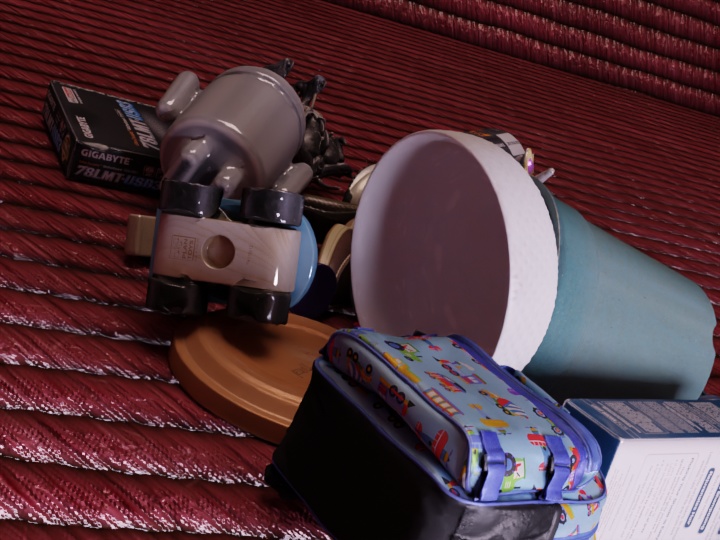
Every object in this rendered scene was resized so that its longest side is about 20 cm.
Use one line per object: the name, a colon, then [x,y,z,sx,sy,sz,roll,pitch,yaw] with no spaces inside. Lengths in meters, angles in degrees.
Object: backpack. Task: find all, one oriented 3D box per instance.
backpack: [0.071,0.125,0.788,0.199,0.135,0.182,9,21,-38]

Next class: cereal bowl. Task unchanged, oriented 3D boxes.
cereal bowl: [0.079,-0.003,0.945,0.083,0.201,0.200,-3,27,-33]

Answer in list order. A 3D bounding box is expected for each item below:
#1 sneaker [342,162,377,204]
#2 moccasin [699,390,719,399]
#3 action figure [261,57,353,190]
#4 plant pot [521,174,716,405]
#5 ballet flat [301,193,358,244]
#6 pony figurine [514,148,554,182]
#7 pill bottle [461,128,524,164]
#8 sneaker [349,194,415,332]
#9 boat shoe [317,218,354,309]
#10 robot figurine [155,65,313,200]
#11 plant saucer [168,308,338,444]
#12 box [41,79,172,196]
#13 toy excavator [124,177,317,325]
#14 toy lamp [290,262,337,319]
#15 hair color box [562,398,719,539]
sneaker: [0.065,-0.074,1.466,0.093,0.071,0.199,30,20,33]
moccasin: [0.288,0.135,1.092,0.080,0.069,0.200,11,20,-25]
action figure: [-0.075,-0.155,1.524,0.118,0.102,0.201,18,42,-33]
plant pot: [0.178,0.046,1.068,0.195,0.201,0.200,21,15,-26]
ballet flat: [-0.024,-0.047,1.309,0.199,0.068,0.046,13,26,-2]
pony figurine: [0.123,-0.034,1.208,0.192,0.201,0.166,12,41,44]
pill bottle: [0.140,-0.128,1.652,0.106,0.107,0.200,26,19,20]
sneaker: [0.025,-0.008,1.094,0.074,0.081,0.201,23,33,-28]
boat shoe: [0.000,0.000,1.189,0.072,0.073,0.200,24,14,8]
robot figurine: [-0.124,-0.130,1.257,0.169,0.113,0.200,41,40,-8]
plant saucer: [-0.047,0.077,0.967,0.199,0.033,0.200,17,18,-6]
box: [-0.232,-0.135,1.371,0.197,0.050,0.200,13,19,-26]
toy excavator: [-0.122,-0.016,1.027,0.193,0.101,0.200,7,0,10]
toy lamp: [-0.106,-0.016,1.119,0.058,0.059,0.199,1,19,-45]
hair color box: [0.217,0.150,0.921,0.199,0.101,0.060,6,21,-38]
